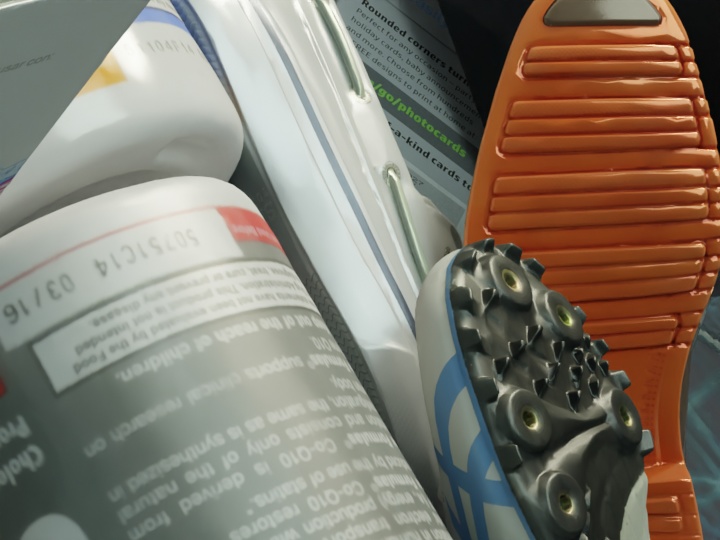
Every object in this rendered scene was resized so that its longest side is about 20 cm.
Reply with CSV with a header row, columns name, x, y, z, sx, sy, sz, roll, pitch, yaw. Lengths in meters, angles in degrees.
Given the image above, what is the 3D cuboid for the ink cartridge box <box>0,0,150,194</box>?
name,x,y,z,sx,sy,sz,roll,pitch,yaw
ink cartridge box,-0.148,-0.061,0.612,0.084,0.200,0.145,-19,70,-46

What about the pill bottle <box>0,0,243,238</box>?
name,x,y,z,sx,sy,sz,roll,pitch,yaw
pill bottle,-0.126,-0.088,0.722,0.112,0.112,0.200,-15,68,-46

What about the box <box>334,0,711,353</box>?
name,x,y,z,sx,sy,sz,roll,pitch,yaw
box,0.051,-0.041,0.886,0.156,0.041,0.200,37,42,-8

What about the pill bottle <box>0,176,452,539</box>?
name,x,y,z,sx,sy,sz,roll,pitch,yaw
pill bottle,-0.029,0.088,0.653,0.114,0.114,0.200,-13,65,-45

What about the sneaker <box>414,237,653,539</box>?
name,x,y,z,sx,sy,sz,roll,pitch,yaw
sneaker,0.046,0.091,0.700,0.072,0.072,0.200,-29,104,-56

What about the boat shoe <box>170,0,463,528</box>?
name,x,y,z,sx,sy,sz,roll,pitch,yaw
boat shoe,0.000,0.000,0.754,0.067,0.074,0.200,-20,89,-36

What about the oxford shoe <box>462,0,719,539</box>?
name,x,y,z,sx,sy,sz,roll,pitch,yaw
oxford shoe,0.061,0.016,0.765,0.071,0.200,0.073,2,5,-2

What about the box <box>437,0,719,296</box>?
name,x,y,z,sx,sy,sz,roll,pitch,yaw
box,0.097,-0.104,0.837,0.106,0.122,0.200,-3,65,-42
